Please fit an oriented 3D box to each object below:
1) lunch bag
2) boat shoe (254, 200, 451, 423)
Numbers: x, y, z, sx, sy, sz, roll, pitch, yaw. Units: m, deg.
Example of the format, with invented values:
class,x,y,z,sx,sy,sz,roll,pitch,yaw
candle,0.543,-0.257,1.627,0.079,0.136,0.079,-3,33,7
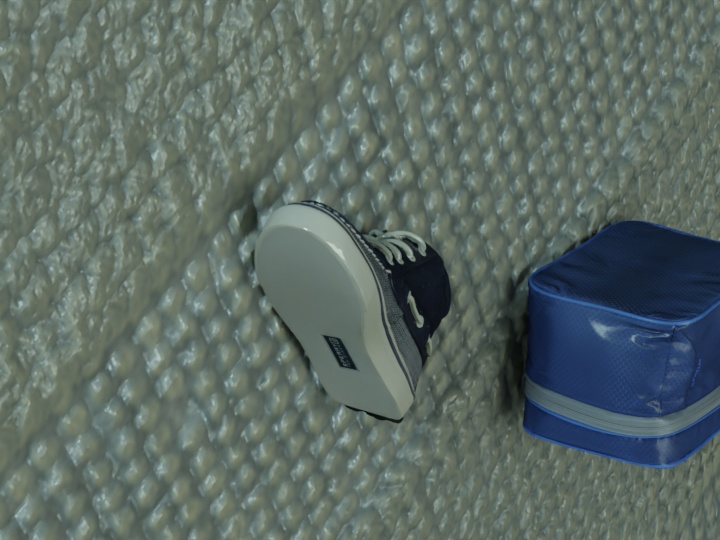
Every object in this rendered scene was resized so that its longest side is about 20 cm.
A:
class,x,y,z,sx,sy,sz,roll,pitch,yaw
lunch bag,0.206,0.056,1.448,0.200,0.135,0.133,-26,126,-51
boat shoe,0.000,0.000,1.180,0.093,0.074,0.200,-63,155,-27
